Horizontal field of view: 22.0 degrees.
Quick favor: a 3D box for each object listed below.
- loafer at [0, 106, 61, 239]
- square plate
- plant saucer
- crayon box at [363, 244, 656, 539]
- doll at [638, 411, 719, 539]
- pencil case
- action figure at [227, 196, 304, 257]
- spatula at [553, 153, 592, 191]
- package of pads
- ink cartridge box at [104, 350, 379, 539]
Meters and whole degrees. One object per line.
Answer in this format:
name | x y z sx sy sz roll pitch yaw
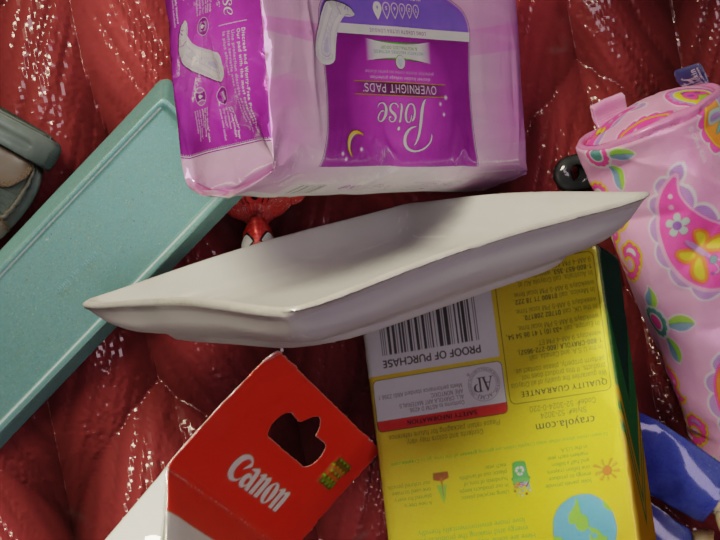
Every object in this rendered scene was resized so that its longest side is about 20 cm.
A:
loafer | -0.246 -0.082 0.903 0.199 0.072 0.063 28 91 -11
square plate | 0.000 0.000 0.849 0.197 0.199 0.029 -17 99 -32
plant saucer | -0.142 0.000 0.925 0.070 0.019 0.200 44 96 -7
crayon box | 0.073 0.098 0.896 0.126 0.051 0.203 -9 79 19
doll | 0.097 0.091 0.958 0.199 0.048 0.137 31 117 5
pencil case | 0.180 0.001 0.964 0.087 0.087 0.202 -26 102 -10
action figure | -0.059 -0.101 0.947 0.065 0.052 0.203 -5 93 -3
spatula | 0.200 -0.066 1.009 0.198 0.021 0.057 -10 97 -6
package of pads | -0.001 -0.098 0.902 0.199 0.075 0.122 -4 88 -47
ink cartridge box | -0.064 0.148 0.829 0.050 0.162 0.200 40 85 27
